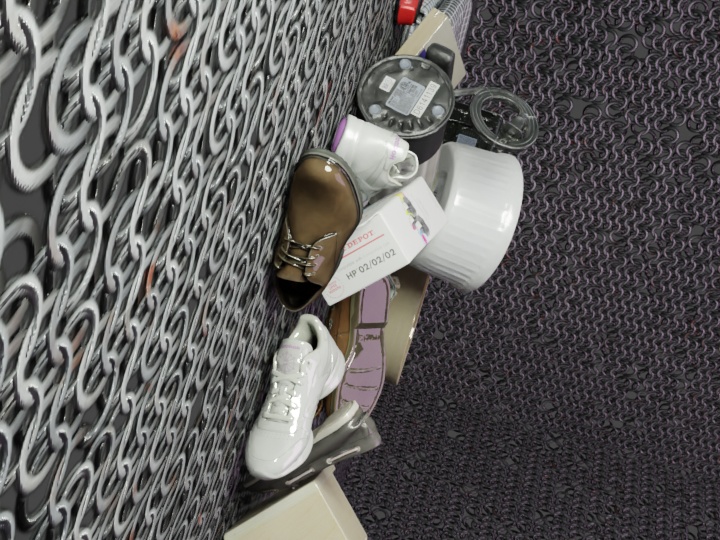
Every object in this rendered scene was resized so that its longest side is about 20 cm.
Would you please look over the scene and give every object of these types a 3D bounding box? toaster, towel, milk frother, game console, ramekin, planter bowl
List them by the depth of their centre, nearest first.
[{"bbox_3d":[0.100,-0.159,1.327,0.180,0.200,0.188,-40,164,-17],"label":"milk frother"},{"bbox_3d":[0.087,-0.437,1.402,0.177,0.031,0.201,-74,178,-58],"label":"game console"},{"bbox_3d":[0.133,-0.080,1.468,0.200,0.097,0.202,-161,-90,-73],"label":"ramekin"},{"bbox_3d":[0.106,-0.324,1.616,0.166,0.085,0.201,-64,170,-56],"label":"towel"},{"bbox_3d":[0.025,0.071,1.722,0.200,0.134,0.201,16,90,-84],"label":"planter bowl"},{"bbox_3d":[0.125,-0.179,1.739,0.119,0.180,0.201,101,7,-58],"label":"toaster"}]

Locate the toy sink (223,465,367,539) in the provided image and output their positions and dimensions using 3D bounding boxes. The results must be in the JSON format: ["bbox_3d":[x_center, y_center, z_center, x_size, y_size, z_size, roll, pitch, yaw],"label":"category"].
[{"bbox_3d":[-0.073,0.330,1.330,0.130,0.112,0.200,-31,175,1],"label":"toy sink"}]

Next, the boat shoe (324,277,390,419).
[{"bbox_3d":[-0.012,0.097,1.304,0.072,0.068,0.201,14,87,-41],"label":"boat shoe"}]

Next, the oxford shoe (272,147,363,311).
[{"bbox_3d":[-0.045,-0.031,1.018,0.201,0.072,0.085,99,14,-48],"label":"oxford shoe"}]

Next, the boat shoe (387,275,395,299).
[{"bbox_3d":[0.000,0.000,1.389,0.072,0.071,0.200,-65,158,1],"label":"boat shoe"}]

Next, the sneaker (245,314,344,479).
[{"bbox_3d":[-0.083,0.136,1.174,0.100,0.074,0.201,72,30,-41],"label":"sneaker"}]

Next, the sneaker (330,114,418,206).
[{"bbox_3d":[0.014,-0.109,1.238,0.200,0.099,0.075,92,13,-75],"label":"sneaker"}]

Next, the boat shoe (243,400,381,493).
[{"bbox_3d":[-0.059,0.223,1.239,0.200,0.057,0.067,-37,-175,31],"label":"boat shoe"}]

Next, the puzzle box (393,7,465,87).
[{"bbox_3d":[0.084,-0.262,1.450,0.133,0.025,0.200,-51,163,-2],"label":"puzzle box"}]

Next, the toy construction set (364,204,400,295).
[{"bbox_3d":[0.011,-0.035,1.546,0.131,0.092,0.201,-66,161,-55],"label":"toy construction set"}]

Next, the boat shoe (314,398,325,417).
[{"bbox_3d":[-0.071,0.149,1.314,0.200,0.070,0.071,-64,174,-52],"label":"boat shoe"}]

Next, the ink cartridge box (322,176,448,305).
[{"bbox_3d":[0.011,-0.029,1.191,0.115,0.068,0.200,-29,-174,28],"label":"ink cartridge box"}]
